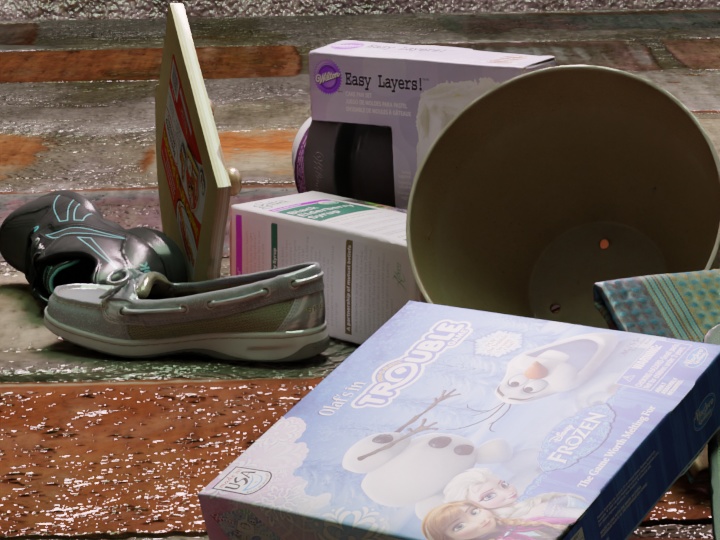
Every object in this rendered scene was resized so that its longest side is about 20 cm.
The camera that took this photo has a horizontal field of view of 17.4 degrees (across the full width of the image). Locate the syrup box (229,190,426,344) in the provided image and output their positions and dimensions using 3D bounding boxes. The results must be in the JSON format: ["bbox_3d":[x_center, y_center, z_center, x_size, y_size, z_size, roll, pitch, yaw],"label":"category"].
[{"bbox_3d":[0.000,0.000,1.629,0.079,0.082,0.200,-11,17,-41],"label":"syrup box"}]

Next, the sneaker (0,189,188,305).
[{"bbox_3d":[-0.213,-0.011,1.712,0.079,0.076,0.200,-15,19,-40],"label":"sneaker"}]

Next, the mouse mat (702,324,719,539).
[{"bbox_3d":[0.276,0.087,1.195,0.199,0.008,0.161,1,47,3],"label":"mouse mat"}]

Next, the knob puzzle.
[{"bbox_3d":[-0.115,-0.059,1.684,0.030,0.220,0.220,-6,14,-16],"label":"knob puzzle"}]

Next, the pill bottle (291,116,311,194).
[{"bbox_3d":[0.009,-0.078,1.903,0.112,0.113,0.200,-5,14,-17],"label":"pill bottle"}]

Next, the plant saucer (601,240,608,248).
[{"bbox_3d":[0.204,-0.036,1.887,0.200,0.032,0.200,0,13,0],"label":"plant saucer"}]

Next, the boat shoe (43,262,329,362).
[{"bbox_3d":[-0.117,0.022,1.578,0.201,0.065,0.074,4,14,21],"label":"boat shoe"}]

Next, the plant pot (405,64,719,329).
[{"bbox_3d":[0.141,-0.011,1.500,0.200,0.201,0.135,3,-22,18],"label":"plant pot"}]

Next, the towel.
[{"bbox_3d":[0.245,0.053,1.341,0.199,0.022,0.147,-6,49,-23],"label":"towel"}]

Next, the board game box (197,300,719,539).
[{"bbox_3d":[0.056,0.091,1.187,0.199,0.043,0.200,7,33,35],"label":"board game box"}]

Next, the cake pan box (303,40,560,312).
[{"bbox_3d":[0.050,-0.068,1.691,0.200,0.185,0.052,9,17,36],"label":"cake pan box"}]
